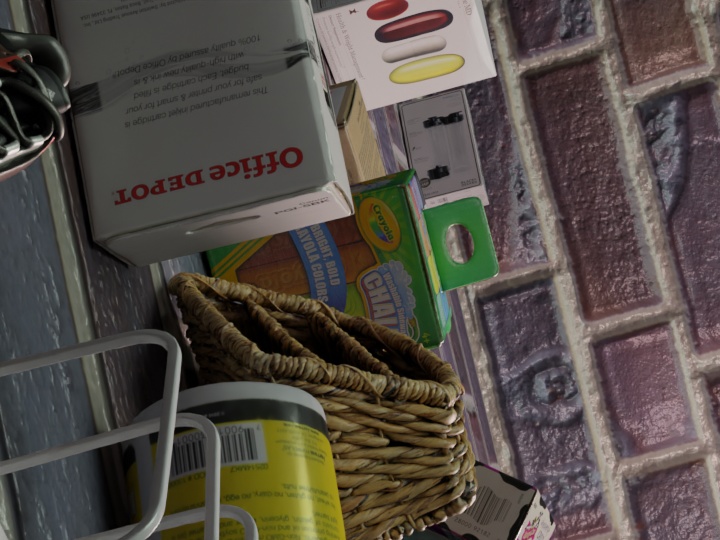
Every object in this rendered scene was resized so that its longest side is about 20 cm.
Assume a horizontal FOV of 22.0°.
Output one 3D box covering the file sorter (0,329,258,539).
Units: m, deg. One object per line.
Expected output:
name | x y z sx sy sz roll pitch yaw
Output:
file sorter | -0.098 0.141 0.702 0.139 0.124 0.201 -93 166 -58

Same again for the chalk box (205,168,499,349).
chalk box | 0.000 0.000 1.374 0.124 0.199 0.125 -54 129 -80

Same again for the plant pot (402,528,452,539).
plant pot | 0.061 0.290 1.461 0.135 0.199 0.200 -64 162 -11

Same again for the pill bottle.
pill bottle | -0.059 0.170 0.964 0.114 0.114 0.201 61 17 -62

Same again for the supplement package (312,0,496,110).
supplement package | 0.048 -0.329 2.318 0.192 0.199 0.148 66 12 -50

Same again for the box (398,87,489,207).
box | 0.136 -0.191 3.026 0.060 0.116 0.201 63 14 -58

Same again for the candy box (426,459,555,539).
candy box | 0.048 0.169 1.454 0.061 0.199 0.136 -63 161 -12

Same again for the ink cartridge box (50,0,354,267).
ink cartridge box | -0.096 -0.117 1.098 0.083 0.146 0.201 53 25 -75

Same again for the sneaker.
sneaker | -0.163 -0.065 0.752 0.200 0.081 0.077 -87 161 -66

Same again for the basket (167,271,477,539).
basket | -0.016 0.068 1.155 0.200 0.142 0.150 -145 -144 -67

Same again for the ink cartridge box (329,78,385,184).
ink cartridge box | -0.019 -0.087 1.865 0.200 0.075 0.165 -78 152 -72
